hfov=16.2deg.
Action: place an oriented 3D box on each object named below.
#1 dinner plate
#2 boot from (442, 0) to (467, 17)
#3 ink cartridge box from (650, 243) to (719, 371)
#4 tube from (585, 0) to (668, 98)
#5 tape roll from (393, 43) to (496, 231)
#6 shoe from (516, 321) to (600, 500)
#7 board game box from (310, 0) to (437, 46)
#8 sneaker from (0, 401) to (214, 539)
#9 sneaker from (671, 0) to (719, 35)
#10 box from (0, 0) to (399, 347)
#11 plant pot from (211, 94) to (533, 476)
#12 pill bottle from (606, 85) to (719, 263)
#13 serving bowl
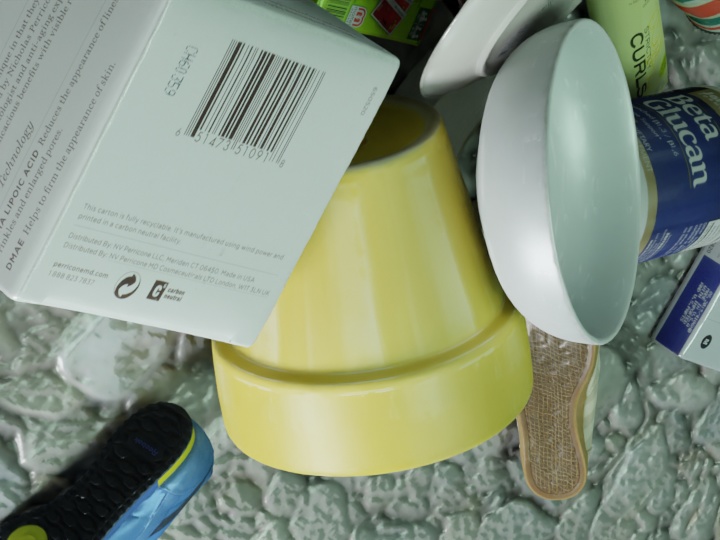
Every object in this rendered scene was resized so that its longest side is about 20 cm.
[{"bbox_3d":[0.112,-0.173,1.527,0.200,0.024,0.200,-43,170,-9],"label":"dinner plate"},{"bbox_3d":[0.111,-0.223,1.589,0.166,0.072,0.200,-49,165,2],"label":"boot"},{"bbox_3d":[0.345,-0.003,2.040,0.200,0.041,0.200,16,106,-50],"label":"ink cartridge box"},{"bbox_3d":[0.186,-0.170,1.745,0.058,0.052,0.200,-22,140,-4],"label":"tube"},{"bbox_3d":[0.088,-0.080,1.721,0.203,0.037,0.203,-26,134,-31],"label":"tape roll"},{"bbox_3d":[0.144,0.079,1.891,0.053,0.070,0.200,-76,167,-56],"label":"shoe"},{"bbox_3d":[0.028,-0.242,1.527,0.102,0.048,0.200,6,114,-49],"label":"board game box"},{"bbox_3d":[-0.171,0.173,1.622,0.200,0.066,0.078,-42,144,-15],"label":"sneaker"},{"bbox_3d":[0.277,-0.261,1.750,0.200,0.070,0.093,-56,148,7],"label":"sneaker"},{"bbox_3d":[-0.120,-0.081,1.428,0.199,0.131,0.200,14,108,-50],"label":"box"},{"bbox_3d":[0.000,0.000,1.578,0.201,0.201,0.189,-24,119,-32],"label":"plant pot"},{"bbox_3d":[0.214,-0.068,1.741,0.200,0.111,0.111,-14,127,-40],"label":"pill bottle"},{"bbox_3d":[0.116,-0.053,1.555,0.200,0.066,0.200,-2,90,-67],"label":"serving bowl"}]
